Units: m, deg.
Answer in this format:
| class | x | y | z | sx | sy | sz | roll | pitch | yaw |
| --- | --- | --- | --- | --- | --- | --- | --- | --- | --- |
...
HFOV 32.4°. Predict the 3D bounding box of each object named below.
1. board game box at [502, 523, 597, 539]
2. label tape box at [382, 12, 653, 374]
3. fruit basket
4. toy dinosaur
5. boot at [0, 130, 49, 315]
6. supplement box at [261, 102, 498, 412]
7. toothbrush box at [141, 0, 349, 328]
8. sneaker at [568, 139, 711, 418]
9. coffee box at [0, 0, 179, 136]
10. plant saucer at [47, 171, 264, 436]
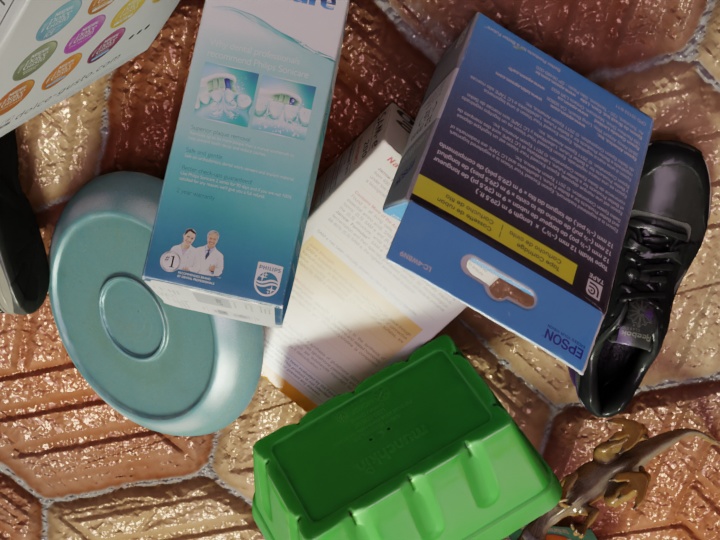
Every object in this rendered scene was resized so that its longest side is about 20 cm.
| class | x | y | z | sx | sy | sz | roll | pitch | yaw |
| --- | --- | --- | --- | --- | --- | --- | --- | --- | --- |
| board game box | 0.087 | 0.278 | 0.991 | 0.151 | 0.045 | 0.200 | 16 | 125 | -46 |
| label tape box | 0.094 | -0.043 | 0.781 | 0.142 | 0.201 | 0.066 | 29 | 150 | -12 |
| fruit basket | 0.028 | 0.164 | 0.899 | 0.214 | 0.156 | 0.217 | -19 | 136 | -19 |
| toy dinosaur | 0.189 | 0.141 | 0.902 | 0.199 | 0.106 | 0.061 | -28 | 76 | -15 |
| boot | -0.317 | -0.057 | 0.876 | 0.152 | 0.074 | 0.205 | -8 | 107 | 18 |
| supplement box | 0.000 | 0.000 | 0.879 | 0.126 | 0.074 | 0.200 | 40 | 115 | -15 |
| toothbrush box | -0.066 | -0.075 | 0.759 | 0.084 | 0.146 | 0.202 | 11 | 82 | -2 |
| sneaker | 0.199 | 0.012 | 0.863 | 0.075 | 0.088 | 0.202 | 12 | 117 | -2 |
| coffee box | -0.200 | -0.212 | 0.663 | 0.200 | 0.200 | 0.198 | 47 | 134 | -2 |
| plant saucer | -0.155 | 0.030 | 0.882 | 0.199 | 0.027 | 0.202 | 14 | 116 | 31 |
